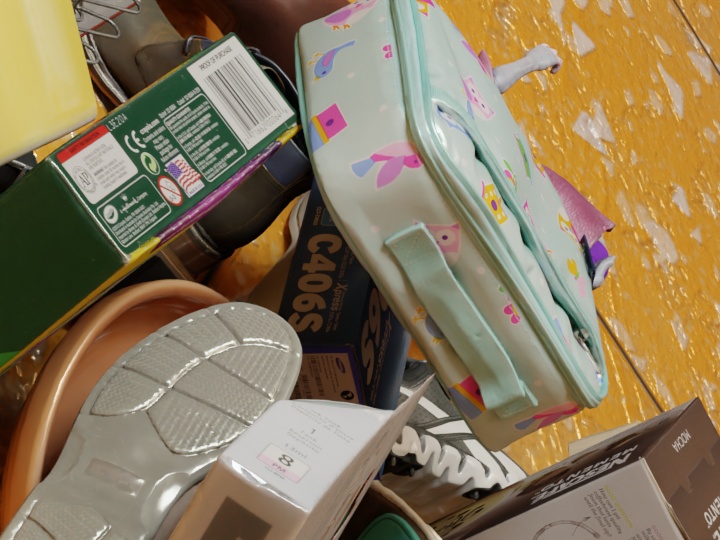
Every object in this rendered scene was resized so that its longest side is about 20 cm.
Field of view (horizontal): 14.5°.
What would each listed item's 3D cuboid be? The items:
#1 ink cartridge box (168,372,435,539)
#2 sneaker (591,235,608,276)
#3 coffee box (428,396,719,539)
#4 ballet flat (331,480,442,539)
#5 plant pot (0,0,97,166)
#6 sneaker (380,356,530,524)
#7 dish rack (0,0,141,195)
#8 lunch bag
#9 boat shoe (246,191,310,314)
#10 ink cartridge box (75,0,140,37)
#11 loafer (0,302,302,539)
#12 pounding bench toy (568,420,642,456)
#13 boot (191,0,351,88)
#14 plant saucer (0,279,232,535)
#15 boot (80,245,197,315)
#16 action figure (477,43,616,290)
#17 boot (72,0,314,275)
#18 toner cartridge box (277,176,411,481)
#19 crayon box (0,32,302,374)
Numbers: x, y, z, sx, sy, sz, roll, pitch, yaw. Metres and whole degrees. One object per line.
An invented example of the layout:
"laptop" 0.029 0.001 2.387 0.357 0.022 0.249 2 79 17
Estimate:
"ink cartridge box" -0.048 0.122 1.191 0.057 0.163 0.200 31 21 3
"sneaker" 0.094 0.018 1.734 0.200 0.069 0.100 7 66 -55
"coffee box" 0.095 0.151 1.444 0.080 0.200 0.113 62 26 -2
"ballet flat" 0.008 0.135 1.386 0.200 0.069 0.069 48 14 35
"plant pot" -0.205 -0.120 1.154 0.189 0.200 0.201 65 25 -5
"sneaker" 0.038 0.091 1.549 0.200 0.066 0.091 26 46 -48
"dish rack" -0.144 -0.147 1.275 0.054 0.200 0.154 16 38 -42
"lunch bag" 0.046 -0.021 1.293 0.200 0.077 0.161 55 14 -33
"boat shoe" -0.013 0.001 1.542 0.060 0.074 0.200 51 20 -13
"ink cartridge box" -0.169 -0.196 1.388 0.050 0.109 0.201 0 66 -61
"loafer" -0.094 0.092 1.174 0.072 0.063 0.200 29 48 13
"pounding bench toy" 0.181 0.205 1.640 0.200 0.124 0.156 51 29 -23
"boot" -0.084 -0.181 1.500 0.200 0.068 0.188 44 6 -45
"plant saucer" -0.096 0.104 1.251 0.200 0.037 0.201 -4 95 -57
"boot" -0.090 0.029 1.377 0.200 0.074 0.075 57 16 -8
"action figure" 0.046 -0.056 1.583 0.200 0.134 0.149 44 54 -9
"boot" -0.084 -0.108 1.476 0.075 0.097 0.200 -4 70 -63
"toner cartridge box" 0.000 0.000 1.400 0.200 0.043 0.095 -77 164 -45
"crayon box" -0.133 -0.008 1.199 0.058 0.172 0.200 52 26 -3
